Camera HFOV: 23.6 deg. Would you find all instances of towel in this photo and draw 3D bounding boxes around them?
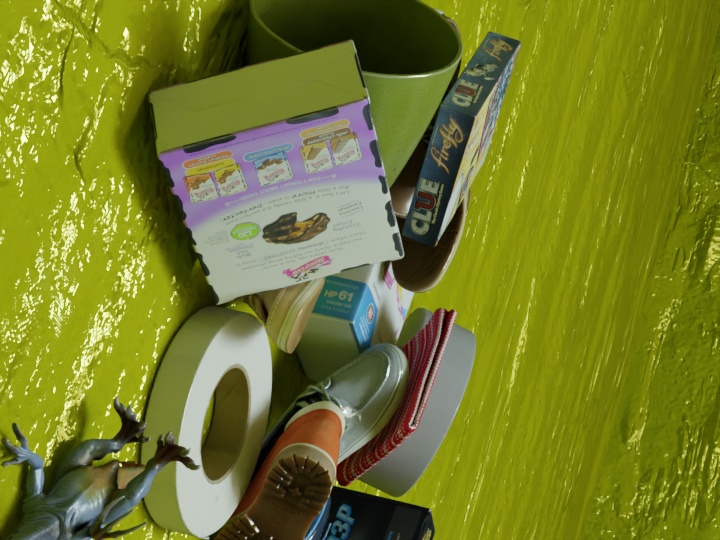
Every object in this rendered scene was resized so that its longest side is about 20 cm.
[{"bbox_3d":[0.033,0.130,1.745,0.200,0.022,0.145,-48,-161,59],"label":"towel"}]

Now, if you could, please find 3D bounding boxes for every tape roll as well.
[{"bbox_3d":[0.051,0.143,1.882,0.201,0.066,0.200,-61,-170,17],"label":"tape roll"},{"bbox_3d":[-0.133,0.133,1.516,0.203,0.037,0.204,11,90,-72],"label":"tape roll"}]

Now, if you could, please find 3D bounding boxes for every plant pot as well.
[{"bbox_3d":[-0.024,-0.130,1.516,0.187,0.186,0.201,-51,160,-55],"label":"plant pot"}]

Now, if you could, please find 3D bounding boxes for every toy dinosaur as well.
[{"bbox_3d":[-0.204,0.185,1.266,0.182,0.105,0.200,-46,160,-26],"label":"toy dinosaur"}]

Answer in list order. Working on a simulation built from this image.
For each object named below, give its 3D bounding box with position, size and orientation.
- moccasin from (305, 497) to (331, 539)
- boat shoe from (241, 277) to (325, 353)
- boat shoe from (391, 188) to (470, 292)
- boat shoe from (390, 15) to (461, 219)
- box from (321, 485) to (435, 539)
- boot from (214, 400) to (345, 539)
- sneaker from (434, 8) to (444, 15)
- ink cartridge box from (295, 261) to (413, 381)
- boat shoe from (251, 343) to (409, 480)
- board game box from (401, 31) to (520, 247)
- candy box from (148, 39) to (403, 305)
[{"bbox_3d":[-0.092,0.294,1.683,0.200,0.080,0.068,-54,144,-26],"label":"moccasin"},{"bbox_3d":[-0.073,0.019,1.532,0.200,0.069,0.074,-79,-166,-79],"label":"boat shoe"},{"bbox_3d":[0.080,-0.062,1.737,0.072,0.072,0.201,57,39,-59],"label":"boat shoe"},{"bbox_3d":[0.051,-0.150,1.632,0.074,0.075,0.201,179,-79,-67],"label":"boat shoe"},{"bbox_3d":[-0.029,0.315,1.730,0.046,0.158,0.201,79,29,-50],"label":"box"},{"bbox_3d":[-0.071,0.209,1.607,0.200,0.075,0.107,-55,-169,35],"label":"boot"},{"bbox_3d":[0.093,-0.192,1.940,0.077,0.082,0.201,-33,131,-65],"label":"sneaker"},{"bbox_3d":[0.000,0.000,1.766,0.145,0.084,0.201,71,33,-55],"label":"ink cartridge box"},{"bbox_3d":[-0.035,0.146,1.663,0.201,0.070,0.071,-47,149,2],"label":"boat shoe"},{"bbox_3d":[0.095,-0.125,1.594,0.200,0.034,0.136,-57,166,-59],"label":"board game box"},{"bbox_3d":[-0.064,-0.074,1.392,0.200,0.167,0.072,76,0,-52],"label":"candy box"}]
